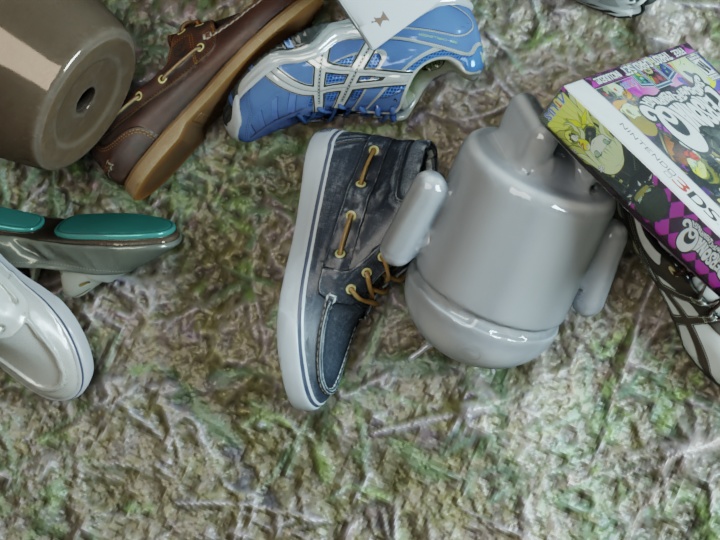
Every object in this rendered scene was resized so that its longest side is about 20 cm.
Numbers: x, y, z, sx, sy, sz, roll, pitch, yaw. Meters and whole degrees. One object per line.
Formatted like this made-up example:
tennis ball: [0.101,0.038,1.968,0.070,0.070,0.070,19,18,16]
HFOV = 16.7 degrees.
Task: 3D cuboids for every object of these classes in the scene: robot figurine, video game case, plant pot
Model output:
robot figurine: [0.100,-0.017,1.662,0.169,0.113,0.201,16,114,-17]
video game case: [0.230,-0.067,1.623,0.181,0.200,0.036,46,121,14]
plant pot: [-0.258,-0.157,1.722,0.174,0.200,0.201,33,88,17]

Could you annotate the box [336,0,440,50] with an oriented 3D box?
box: [-0.008,-0.263,1.671,0.106,0.200,0.152,-35,114,3]

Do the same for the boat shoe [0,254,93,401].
boat shoe: [-0.269,0.023,1.730,0.071,0.070,0.200,-29,108,27]

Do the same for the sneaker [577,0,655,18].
sneaker: [0.192,-0.218,1.678,0.200,0.115,0.076,9,87,46]

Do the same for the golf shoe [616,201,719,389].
golf shoe: [0.236,0.010,1.659,0.078,0.094,0.200,-37,78,2]

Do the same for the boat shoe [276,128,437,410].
boat shoe: [0.000,0.000,1.712,0.090,0.071,0.201,4,81,21]

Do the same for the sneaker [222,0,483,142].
sneaker: [-0.005,-0.137,1.738,0.199,0.076,0.077,-27,79,11]

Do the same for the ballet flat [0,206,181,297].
ballet flat: [-0.223,-0.012,1.777,0.199,0.067,0.064,5,110,13]

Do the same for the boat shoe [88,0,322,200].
boat shoe: [-0.117,-0.143,1.763,0.200,0.070,0.070,-44,77,2]
